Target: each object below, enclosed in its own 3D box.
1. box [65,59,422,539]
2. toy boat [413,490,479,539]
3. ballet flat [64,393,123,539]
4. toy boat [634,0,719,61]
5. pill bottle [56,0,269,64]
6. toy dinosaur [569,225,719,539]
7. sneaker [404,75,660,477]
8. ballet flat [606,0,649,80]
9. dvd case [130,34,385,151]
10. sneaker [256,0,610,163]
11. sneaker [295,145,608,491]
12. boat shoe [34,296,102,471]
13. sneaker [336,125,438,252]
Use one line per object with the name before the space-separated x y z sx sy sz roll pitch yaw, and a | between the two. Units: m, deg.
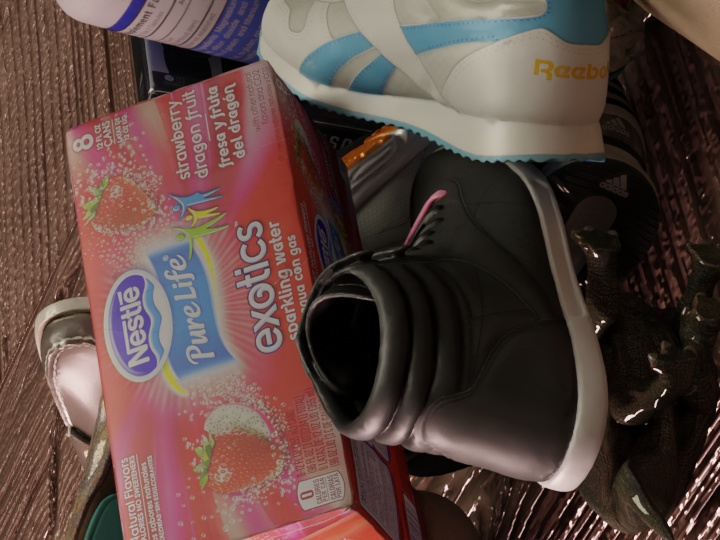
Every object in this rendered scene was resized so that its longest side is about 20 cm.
box | -0.046 0.033 1.117 0.100 0.095 0.201 52 -157 -60
toy boat | -0.026 0.175 1.194 0.131 0.130 0.201 -102 31 -47
ballet flat | -0.102 0.112 1.280 0.067 0.068 0.201 -49 23 49
toy boat | 0.144 -0.155 1.020 0.131 0.130 0.200 -45 25 2
pill bottle | -0.079 -0.160 1.310 0.112 0.199 0.113 -167 90 -70
toy dinosaur | 0.105 0.050 1.060 0.200 0.076 0.103 -115 30 -51
sneaker | 0.062 -0.006 1.202 0.201 0.075 0.116 -53 21 35
ballet flat | 0.082 -0.156 1.192 0.201 0.075 0.064 -107 4 -50
dvd case | -0.045 -0.132 1.415 0.201 0.149 0.025 -101 27 -48
sneaker | 0.031 -0.097 1.126 0.200 0.076 0.081 20 108 50
sneaker | 0.022 0.002 1.058 0.200 0.099 0.071 -108 36 -55
boat shoe | -0.112 0.092 1.449 0.200 0.071 0.060 64 -160 -46
sneaker | 0.000 0.000 1.280 0.076 0.092 0.200 -25 15 45
